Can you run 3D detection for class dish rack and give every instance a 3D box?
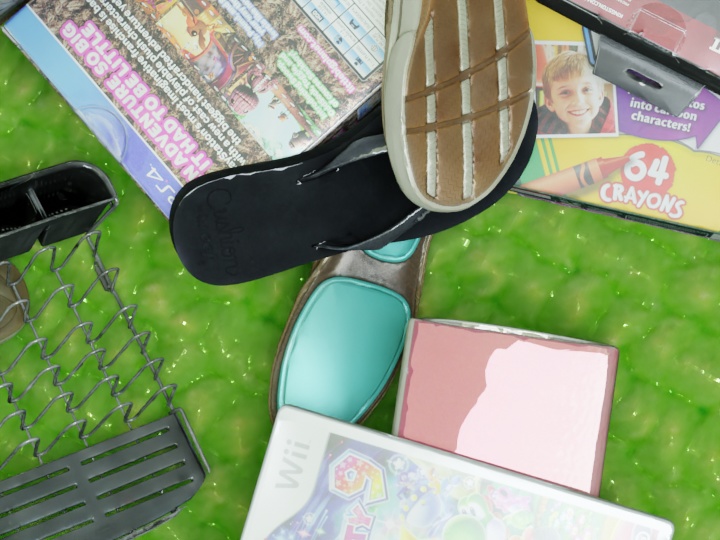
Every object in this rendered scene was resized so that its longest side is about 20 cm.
[{"bbox_3d":[-0.171,0.054,1.118,0.153,0.055,0.200,-21,75,-26],"label":"dish rack"}]

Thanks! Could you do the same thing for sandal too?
[{"bbox_3d":[0.003,-0.040,1.066,0.200,0.043,0.076,-24,108,-6],"label":"sandal"}]

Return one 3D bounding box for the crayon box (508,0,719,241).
[{"bbox_3d":[0.169,-0.111,1.127,0.199,0.058,0.173,13,89,7],"label":"crayon box"}]

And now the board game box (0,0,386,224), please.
[{"bbox_3d":[-0.059,-0.131,1.131,0.200,0.097,0.160,-41,84,3],"label":"board game box"}]

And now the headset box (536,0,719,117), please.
[{"bbox_3d":[0.184,-0.178,1.057,0.148,0.075,0.200,28,93,10],"label":"headset box"}]

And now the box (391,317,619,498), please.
[{"bbox_3d":[0.067,0.129,1.091,0.109,0.128,0.201,8,89,6],"label":"box"}]

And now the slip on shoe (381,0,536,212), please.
[{"bbox_3d":[0.041,-0.127,1.041,0.076,0.061,0.201,0,86,-21],"label":"slip on shoe"}]

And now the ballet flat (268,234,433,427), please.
[{"bbox_3d":[0.000,0.000,1.131,0.068,0.072,0.201,17,89,-9],"label":"ballet flat"}]

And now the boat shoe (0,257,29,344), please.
[{"bbox_3d":[-0.284,0.033,1.166,0.200,0.063,0.073,-14,77,-11],"label":"boat shoe"}]

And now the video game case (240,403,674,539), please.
[{"bbox_3d":[0.036,0.161,1.019,0.199,0.018,0.144,16,90,7],"label":"video game case"}]

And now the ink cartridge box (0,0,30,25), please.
[{"bbox_3d":[-0.187,-0.186,1.087,0.146,0.200,0.083,-38,97,5],"label":"ink cartridge box"}]
